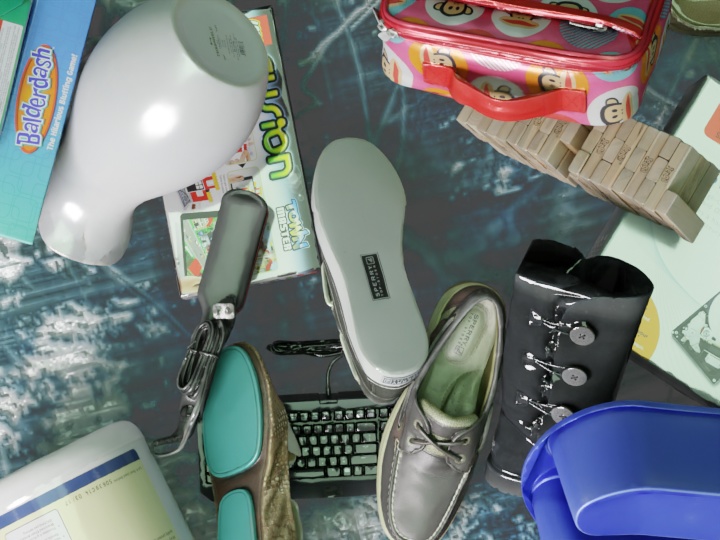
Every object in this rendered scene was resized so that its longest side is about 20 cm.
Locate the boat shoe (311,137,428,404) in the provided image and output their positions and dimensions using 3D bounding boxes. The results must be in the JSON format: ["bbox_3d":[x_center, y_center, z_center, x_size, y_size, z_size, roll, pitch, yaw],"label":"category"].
[{"bbox_3d":[0.000,0.000,1.455,0.070,0.064,0.202,-2,63,-15],"label":"boat shoe"}]

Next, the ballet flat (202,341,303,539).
[{"bbox_3d":[-0.074,0.154,1.437,0.070,0.065,0.202,-16,69,38],"label":"ballet flat"}]

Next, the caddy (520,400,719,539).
[{"bbox_3d":[0.209,0.158,1.351,0.198,0.105,0.142,6,131,-8],"label":"caddy"}]

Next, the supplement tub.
[{"bbox_3d":[-0.182,0.225,1.410,0.144,0.145,0.201,-27,87,-1],"label":"supplement tub"}]

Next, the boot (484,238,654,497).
[{"bbox_3d":[0.178,0.081,1.402,0.163,0.066,0.201,7,124,1],"label":"boot"}]

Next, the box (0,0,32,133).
[{"bbox_3d":[-0.285,-0.136,1.411,0.048,0.200,0.118,14,88,-22],"label":"box"}]

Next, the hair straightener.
[{"bbox_3d":[-0.110,0.037,1.408,0.041,0.077,0.201,20,82,0],"label":"hair straightener"}]

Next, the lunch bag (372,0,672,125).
[{"bbox_3d":[0.114,-0.174,1.407,0.198,0.082,0.177,12,48,14],"label":"lunch bag"}]

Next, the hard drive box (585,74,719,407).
[{"bbox_3d":[0.260,-0.015,1.453,0.155,0.077,0.201,31,88,1],"label":"hard drive box"}]

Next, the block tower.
[{"bbox_3d":[0.165,-0.088,1.419,0.199,0.054,0.058,31,89,39],"label":"block tower"}]

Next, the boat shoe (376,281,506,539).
[{"bbox_3d":[0.059,0.105,1.435,0.071,0.066,0.202,18,88,0],"label":"boat shoe"}]

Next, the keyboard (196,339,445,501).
[{"bbox_3d":[-0.024,0.105,1.478,0.198,0.021,0.128,-3,88,-1],"label":"keyboard"}]

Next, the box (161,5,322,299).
[{"bbox_3d":[-0.099,-0.087,1.479,0.109,0.035,0.202,-10,87,0],"label":"box"}]

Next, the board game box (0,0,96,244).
[{"bbox_3d":[-0.243,-0.123,1.422,0.045,0.152,0.202,15,87,-20],"label":"board game box"}]

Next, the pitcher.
[{"bbox_3d":[-0.159,-0.126,1.406,0.200,0.121,0.173,-41,57,39],"label":"pitcher"}]

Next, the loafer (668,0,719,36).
[{"bbox_3d":[0.312,-0.219,1.466,0.198,0.067,0.077,-9,87,0],"label":"loafer"}]
